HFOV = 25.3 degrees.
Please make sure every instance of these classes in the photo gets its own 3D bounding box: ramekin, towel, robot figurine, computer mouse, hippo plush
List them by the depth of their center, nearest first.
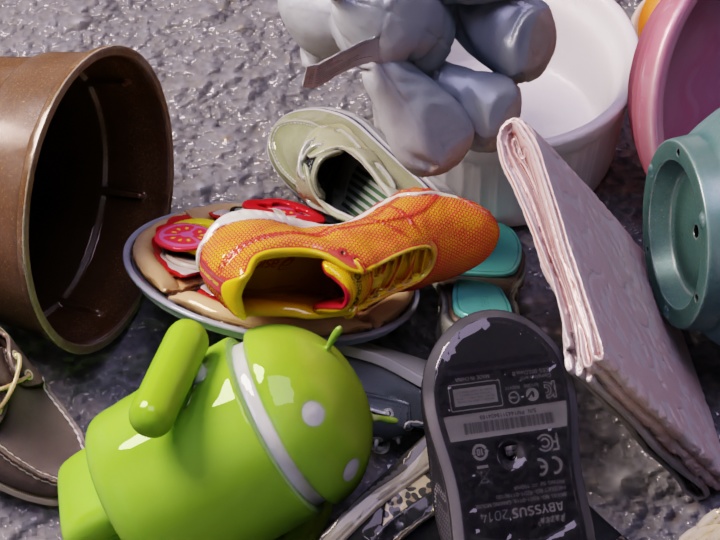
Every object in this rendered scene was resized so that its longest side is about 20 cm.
[{"bbox_3d":[0.075,0.124,0.891,0.137,0.053,0.202,-2,78,-7],"label":"computer mouse"},{"bbox_3d":[-0.080,0.108,0.943,0.199,0.176,0.116,-29,33,6],"label":"robot figurine"},{"bbox_3d":[0.157,0.025,0.991,0.032,0.200,0.192,-27,49,19],"label":"towel"},{"bbox_3d":[0.013,-0.151,1.063,0.198,0.161,0.160,-14,18,-28],"label":"hippo plush"},{"bbox_3d":[0.100,-0.126,1.169,0.198,0.098,0.202,-1,49,1],"label":"ramekin"}]

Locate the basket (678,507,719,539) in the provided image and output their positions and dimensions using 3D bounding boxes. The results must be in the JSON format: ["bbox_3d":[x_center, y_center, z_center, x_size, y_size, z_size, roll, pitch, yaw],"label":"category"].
[{"bbox_3d":[0.247,0.212,0.823,0.199,0.136,0.124,32,45,-6],"label":"basket"}]

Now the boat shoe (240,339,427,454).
[{"bbox_3d":[0.012,0.083,1.033,0.198,0.073,0.062,21,96,9],"label":"boat shoe"}]

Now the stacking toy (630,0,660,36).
[{"bbox_3d":[0.280,-0.233,1.187,0.145,0.201,0.147,-1,49,1],"label":"stacking toy"}]

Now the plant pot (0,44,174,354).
[{"bbox_3d":[-0.255,-0.059,1.069,0.196,0.201,0.201,8,50,18],"label":"plant pot"}]

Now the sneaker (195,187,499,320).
[{"bbox_3d":[0.000,0.000,0.975,0.198,0.074,0.077,-11,38,-24],"label":"sneaker"}]

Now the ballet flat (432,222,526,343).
[{"bbox_3d":[0.074,0.026,1.058,0.067,0.064,0.200,7,21,2],"label":"ballet flat"}]

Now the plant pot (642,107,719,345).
[{"bbox_3d":[0.256,-0.027,1.007,0.133,0.201,0.202,-3,49,-9],"label":"plant pot"}]

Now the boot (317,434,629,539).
[{"bbox_3d":[0.059,0.185,0.924,0.203,0.074,0.154,-43,73,-13],"label":"boot"}]

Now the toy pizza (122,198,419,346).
[{"bbox_3d":[-0.057,-0.008,1.060,0.198,0.032,0.201,9,23,-4],"label":"toy pizza"}]

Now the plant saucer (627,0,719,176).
[{"bbox_3d":[0.255,-0.131,1.118,0.200,0.202,0.051,-35,34,-25],"label":"plant saucer"}]

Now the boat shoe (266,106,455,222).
[{"bbox_3d":[-0.011,-0.070,1.108,0.062,0.073,0.199,15,10,-42],"label":"boat shoe"}]

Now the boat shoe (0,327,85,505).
[{"bbox_3d":[-0.239,0.064,0.991,0.200,0.060,0.072,45,53,-1],"label":"boat shoe"}]
